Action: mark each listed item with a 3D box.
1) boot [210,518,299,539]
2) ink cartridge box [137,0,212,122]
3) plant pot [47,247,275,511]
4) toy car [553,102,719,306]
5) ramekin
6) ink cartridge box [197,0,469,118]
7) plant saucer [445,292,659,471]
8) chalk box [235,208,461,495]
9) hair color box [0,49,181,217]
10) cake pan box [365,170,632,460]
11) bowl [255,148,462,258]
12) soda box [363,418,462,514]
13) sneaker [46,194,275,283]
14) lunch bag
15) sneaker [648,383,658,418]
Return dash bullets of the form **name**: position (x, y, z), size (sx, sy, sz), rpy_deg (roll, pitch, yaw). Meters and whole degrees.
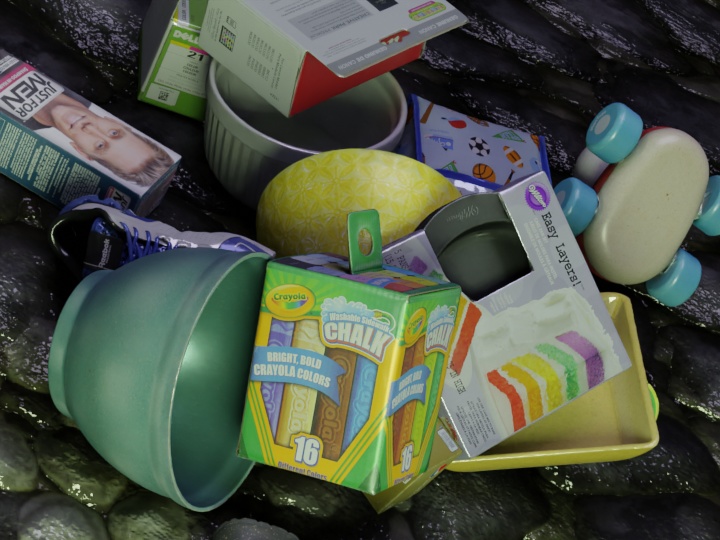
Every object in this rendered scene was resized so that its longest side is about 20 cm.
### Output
- **boot**: position (-0.023, 0.263, 1.403), size (0.198, 0.070, 0.132), rpy_deg (10, 37, -10)
- **ink cartridge box**: position (-0.159, -0.278, 1.944), size (0.075, 0.201, 0.148), rpy_deg (18, 33, -18)
- **plant pot**: position (-0.155, 0.071, 1.469), size (0.133, 0.202, 0.200), rpy_deg (13, 26, 20)
- **toy car**: position (0.280, -0.080, 2.099), size (0.184, 0.178, 0.200), rpy_deg (31, -1, -21)
- **ramekin**: position (-0.061, -0.138, 1.882), size (0.199, 0.105, 0.201), rpy_deg (10, 41, -9)
- **ink cartridge box**: position (-0.024, -0.232, 1.854), size (0.175, 0.084, 0.199), rpy_deg (40, 45, 24)
- **plant saucer**: position (0.155, 0.108, 1.712), size (0.198, 0.049, 0.201), rpy_deg (-5, 41, 2)
- **chalk box**: position (-0.003, 0.055, 1.487), size (0.123, 0.202, 0.125), rpy_deg (14, 10, 22)
- **hair color box**: position (-0.274, -0.115, 1.749), size (0.199, 0.061, 0.100), rpy_deg (31, 31, 3)
- **cake pan box**: position (0.114, 0.034, 1.633), size (0.183, 0.052, 0.201), rpy_deg (-25, 93, -25)
- **bowl**: position (0.000, 0.000, 1.692), size (0.199, 0.200, 0.108), rpy_deg (19, 47, -15)
- **soda box**: position (-0.007, 0.098, 1.601), size (0.064, 0.068, 0.200), rpy_deg (-19, 69, -51)
- **sneaker**: position (-0.180, -0.005, 1.602), size (0.198, 0.081, 0.115), rpy_deg (17, 8, 8)
- **lunch bag**: position (0.107, -0.061, 1.926), size (0.169, 0.124, 0.201), rpy_deg (16, 48, -20)
- **sneaker**: position (0.193, 0.097, 1.801), size (0.199, 0.074, 0.084), rpy_deg (29, 27, 0)
